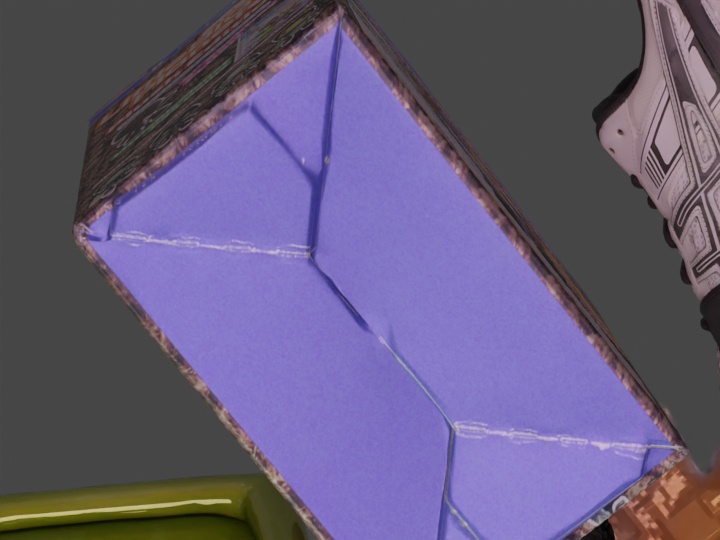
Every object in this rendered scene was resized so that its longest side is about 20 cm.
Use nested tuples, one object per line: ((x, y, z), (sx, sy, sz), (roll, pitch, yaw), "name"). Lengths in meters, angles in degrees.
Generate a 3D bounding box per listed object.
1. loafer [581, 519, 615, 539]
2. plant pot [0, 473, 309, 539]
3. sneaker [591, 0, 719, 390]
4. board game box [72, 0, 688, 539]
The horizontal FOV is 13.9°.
((0.067, 0.178, 1.006), (0.071, 0.073, 0.201), (-9, 99, 9), "loafer")
((-0.102, 0.189, 0.930), (0.199, 0.199, 0.183), (-6, 108, -4), "plant pot")
((0.121, -0.033, 0.973), (0.087, 0.076, 0.201), (5, 110, 23), "sneaker")
((0.000, 0.000, 0.893), (0.097, 0.200, 0.160), (-38, 101, 4), "board game box")
